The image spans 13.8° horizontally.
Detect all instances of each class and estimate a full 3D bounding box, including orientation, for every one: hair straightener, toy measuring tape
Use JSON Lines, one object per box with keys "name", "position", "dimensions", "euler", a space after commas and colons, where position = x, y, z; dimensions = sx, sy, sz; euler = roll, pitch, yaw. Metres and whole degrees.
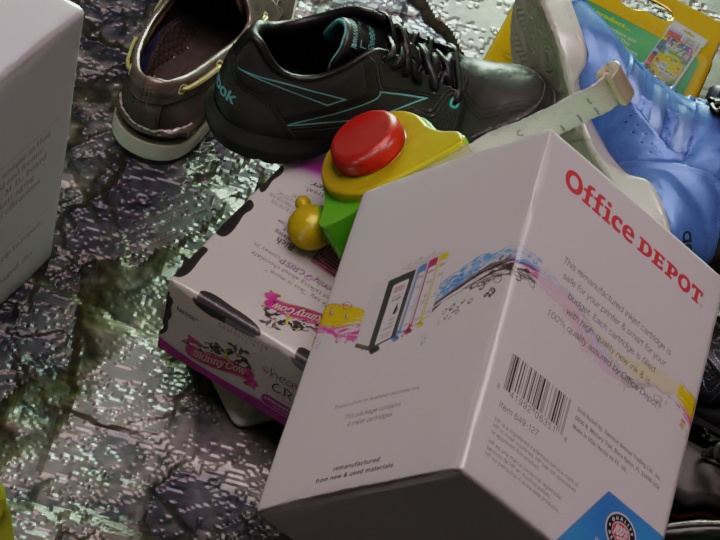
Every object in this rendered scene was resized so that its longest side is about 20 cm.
{"name": "hair straightener", "position": [0.197, 0.122, 1.603], "dimensions": [0.199, 0.077, 0.041], "euler": [31, 69, 11]}
{"name": "toy measuring tape", "position": [0.048, -0.069, 1.598], "dimensions": [0.199, 0.074, 0.074], "euler": [-28, 54, 6]}

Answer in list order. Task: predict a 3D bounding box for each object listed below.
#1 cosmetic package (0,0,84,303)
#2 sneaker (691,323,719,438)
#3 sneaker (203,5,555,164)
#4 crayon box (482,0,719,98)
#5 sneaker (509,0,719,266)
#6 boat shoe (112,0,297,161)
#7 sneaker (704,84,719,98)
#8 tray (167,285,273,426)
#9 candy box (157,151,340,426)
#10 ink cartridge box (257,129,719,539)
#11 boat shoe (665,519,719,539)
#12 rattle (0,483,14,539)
{"name": "cosmetic package", "position": [-0.266, -0.067, 1.578], "dimensions": [0.167, 0.201, 0.166], "euler": [31, 50, 16]}
{"name": "sneaker", "position": [0.205, 0.054, 1.647], "dimensions": [0.199, 0.082, 0.073], "euler": [31, 18, 8]}
{"name": "sneaker", "position": [0.016, -0.100, 1.643], "dimensions": [0.199, 0.080, 0.076], "euler": [-1, 49, -15]}
{"name": "crayon box", "position": [0.130, -0.097, 1.786], "dimensions": [0.125, 0.052, 0.200], "euler": [27, 50, 2]}
{"name": "sneaker", "position": [0.165, -0.087, 1.704], "dimensions": [0.111, 0.077, 0.201], "euler": [-11, 61, -23]}
{"name": "boat shoe", "position": [-0.087, -0.150, 1.784], "dimensions": [0.072, 0.060, 0.200], "euler": [24, 49, 10]}
{"name": "sneaker", "position": [0.243, -0.072, 1.794], "dimensions": [0.085, 0.077, 0.200], "euler": [13, 40, 12]}
{"name": "tray", "position": [0.001, 0.020, 1.682], "dimensions": [0.199, 0.022, 0.108], "euler": [-13, 53, -23]}
{"name": "candy box", "position": [0.000, 0.000, 1.644], "dimensions": [0.136, 0.061, 0.200], "euler": [31, 49, 15]}
{"name": "ink cartridge box", "position": [0.069, 0.062, 1.498], "dimensions": [0.147, 0.144, 0.201], "euler": [39, 53, -31]}
{"name": "boat shoe", "position": [0.143, 0.159, 1.554], "dimensions": [0.199, 0.071, 0.072], "euler": [-9, 53, -11]}
{"name": "rattle", "position": [-0.278, 0.157, 1.472], "dimensions": [0.142, 0.130, 0.200], "euler": [28, 75, 27]}
